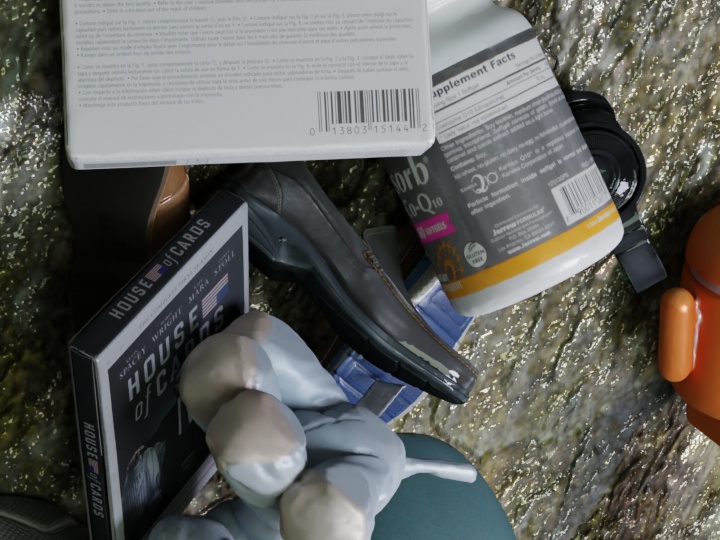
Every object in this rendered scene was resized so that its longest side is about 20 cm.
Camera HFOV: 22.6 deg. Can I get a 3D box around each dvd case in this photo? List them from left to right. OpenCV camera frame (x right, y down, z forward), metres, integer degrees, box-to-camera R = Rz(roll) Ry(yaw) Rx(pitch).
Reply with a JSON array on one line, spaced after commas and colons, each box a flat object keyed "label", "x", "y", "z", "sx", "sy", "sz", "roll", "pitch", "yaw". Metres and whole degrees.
[{"label": "dvd case", "x": -0.113, "y": 0.072, "z": 1.062, "sx": 0.150, "sy": 0.025, "sz": 0.201, "roll": -50, "pitch": 154, "yaw": -39}]

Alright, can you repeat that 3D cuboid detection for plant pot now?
[{"label": "plant pot", "x": 0.038, "y": 0.234, "z": 1.246, "sx": 0.199, "sy": 0.135, "sz": 0.202, "roll": -14, "pitch": 121, "yaw": -25}]

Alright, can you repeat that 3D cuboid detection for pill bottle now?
[{"label": "pill bottle", "x": 0.067, "y": -0.084, "z": 1.069, "sx": 0.116, "sy": 0.116, "sz": 0.201, "roll": -27, "pitch": 93, "yaw": -18}]

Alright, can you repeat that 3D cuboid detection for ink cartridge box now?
[{"label": "ink cartridge box", "x": -0.063, "y": -0.149, "z": 0.981, "sx": 0.198, "sy": 0.045, "sz": 0.178, "roll": -2, "pitch": 87, "yaw": -7}]

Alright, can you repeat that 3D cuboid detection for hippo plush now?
[{"label": "hippo plush", "x": -0.065, "y": 0.131, "z": 1.066, "sx": 0.161, "sy": 0.160, "sz": 0.200, "roll": -46, "pitch": 167, "yaw": 20}]

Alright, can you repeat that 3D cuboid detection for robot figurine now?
[{"label": "robot figurine", "x": 0.289, "y": 0.032, "z": 1.317, "sx": 0.142, "sy": 0.117, "sz": 0.202, "roll": 6, "pitch": 117, "yaw": 8}]

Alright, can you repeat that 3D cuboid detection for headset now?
[{"label": "headset", "x": 0.132, "y": -0.069, "z": 1.173, "sx": 0.093, "sy": 0.124, "sz": 0.201, "roll": -28, "pitch": 113, "yaw": 6}]

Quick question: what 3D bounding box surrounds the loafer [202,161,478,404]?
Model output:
[{"label": "loafer", "x": 0.000, "y": 0.000, "z": 1.089, "sx": 0.200, "sy": 0.073, "sz": 0.072, "roll": 41, "pitch": 78, "yaw": -1}]

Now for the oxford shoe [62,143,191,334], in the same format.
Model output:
[{"label": "oxford shoe", "x": -0.128, "y": -0.046, "z": 1.054, "sx": 0.071, "sy": 0.071, "sz": 0.202, "roll": -27, "pitch": 129, "yaw": -56}]

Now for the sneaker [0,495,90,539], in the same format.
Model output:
[{"label": "sneaker", "x": -0.178, "y": 0.204, "z": 1.135, "sx": 0.199, "sy": 0.071, "sz": 0.080, "roll": 28, "pitch": 107, "yaw": -37}]

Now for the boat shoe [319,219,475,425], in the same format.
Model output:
[{"label": "boat shoe", "x": 0.028, "y": 0.024, "z": 1.171, "sx": 0.200, "sy": 0.072, "sz": 0.072, "roll": -47, "pitch": 129, "yaw": -5}]
